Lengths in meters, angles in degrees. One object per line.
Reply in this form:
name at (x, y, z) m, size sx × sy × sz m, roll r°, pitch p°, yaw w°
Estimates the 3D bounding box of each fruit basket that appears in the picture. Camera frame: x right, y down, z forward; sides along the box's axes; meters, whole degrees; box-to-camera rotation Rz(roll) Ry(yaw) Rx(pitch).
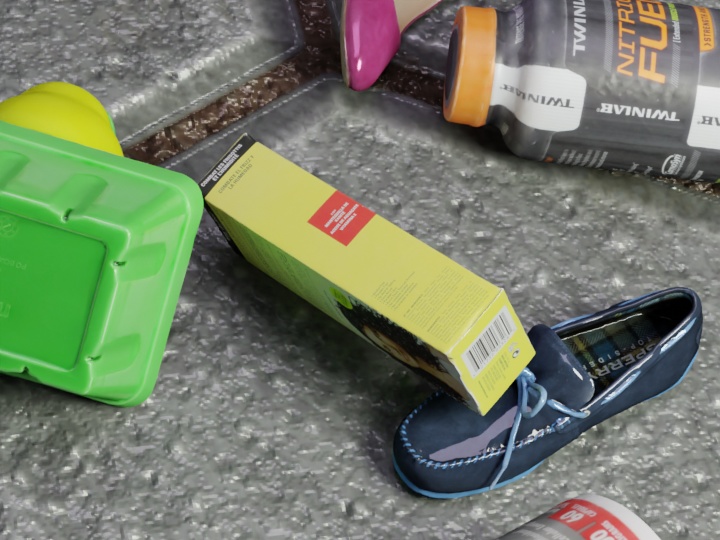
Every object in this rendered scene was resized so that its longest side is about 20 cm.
fruit basket at (-0.191, -0.024, 1.241) m, size 0.215 × 0.156 × 0.216 m, roll 16°, pitch 9°, yaw -3°

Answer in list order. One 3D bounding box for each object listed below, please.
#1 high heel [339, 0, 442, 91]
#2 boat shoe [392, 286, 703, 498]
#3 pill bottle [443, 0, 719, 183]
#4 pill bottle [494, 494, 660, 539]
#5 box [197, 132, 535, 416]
high heel at (0.044, -0.177, 1.421) m, size 0.096 × 0.067 × 0.200 m, roll 7°, pitch 38°, yaw 8°
boat shoe at (0.102, 0.055, 1.252) m, size 0.200 × 0.069 × 0.084 m, roll -30°, pitch 63°, yaw -26°
pill bottle at (0.152, -0.113, 1.367) m, size 0.200 × 0.106 × 0.106 m, roll 6°, pitch 52°, yaw -5°
pill bottle at (0.059, 0.200, 1.106) m, size 0.200 × 0.114 × 0.114 m, roll -25°, pitch 61°, yaw -26°
box at (0.000, 0.000, 1.236) m, size 0.200 × 0.075 × 0.050 m, roll 33°, pitch 75°, yaw 35°
